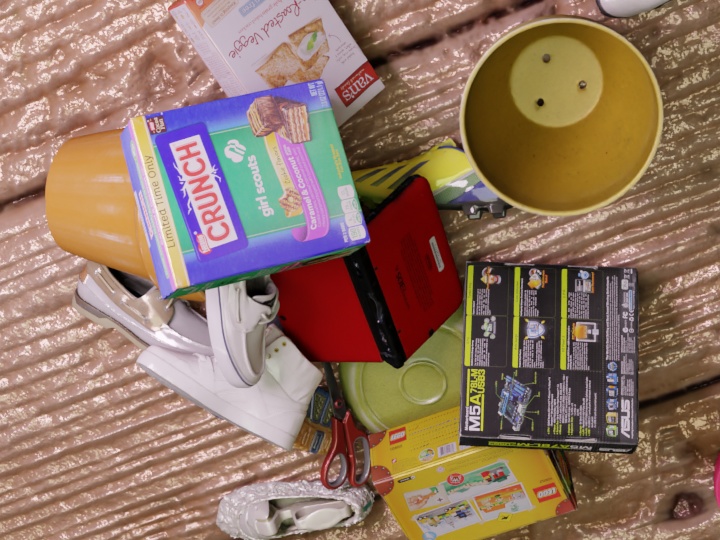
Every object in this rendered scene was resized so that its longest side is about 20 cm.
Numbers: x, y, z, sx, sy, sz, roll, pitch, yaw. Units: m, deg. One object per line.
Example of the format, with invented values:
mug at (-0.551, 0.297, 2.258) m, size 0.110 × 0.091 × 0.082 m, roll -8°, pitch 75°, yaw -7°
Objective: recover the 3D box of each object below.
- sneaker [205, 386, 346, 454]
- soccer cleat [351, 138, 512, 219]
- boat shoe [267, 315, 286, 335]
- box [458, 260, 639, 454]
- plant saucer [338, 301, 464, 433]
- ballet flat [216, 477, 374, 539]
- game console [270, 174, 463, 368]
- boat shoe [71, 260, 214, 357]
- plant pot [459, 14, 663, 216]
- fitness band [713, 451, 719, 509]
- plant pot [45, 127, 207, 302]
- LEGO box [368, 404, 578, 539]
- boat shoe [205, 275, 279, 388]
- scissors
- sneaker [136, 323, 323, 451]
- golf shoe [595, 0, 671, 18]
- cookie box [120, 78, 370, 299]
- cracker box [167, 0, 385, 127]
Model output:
sneaker at (-0.105, 0.151, 1.780) m, size 0.199 × 0.088 × 0.076 m, roll 25°, pitch 83°, yaw -26°
soccer cleat at (0.072, -0.100, 1.668) m, size 0.198 × 0.065 × 0.085 m, roll 2°, pitch 83°, yaw 9°
boat shoe at (-0.068, 0.031, 1.718) m, size 0.200 × 0.074 × 0.060 m, roll -39°, pitch 104°, yaw 21°
box at (0.203, 0.093, 1.671) m, size 0.191 × 0.048 × 0.202 m, roll 1°, pitch 70°, yaw 6°
plant saucer at (0.072, 0.123, 1.767) m, size 0.198 × 0.031 × 0.202 m, roll 2°, pitch 113°, yaw 5°
ballet flat at (-0.083, 0.285, 1.830) m, size 0.198 × 0.072 × 0.072 m, roll -12°, pitch 111°, yaw 11°
game console at (0.000, 0.000, 1.657) m, size 0.172 × 0.118 × 0.201 m, roll -43°, pitch 138°, yaw -22°
boat shoe at (-0.228, 0.045, 1.724) m, size 0.198 × 0.075 × 0.069 m, roll 23°, pitch 113°, yaw 9°
plant pot at (0.200, -0.173, 1.571) m, size 0.198 × 0.142 × 0.202 m, roll 2°, pitch 112°, yaw 4°
fitness band at (0.505, 0.244, 1.777) m, size 0.198 × 0.037 × 0.145 m, roll 7°, pitch 110°, yaw 1°
plant pot at (-0.224, -0.073, 1.637) m, size 0.181 × 0.200 × 0.202 m, roll 4°, pitch 114°, yaw 20°
LEGO box at (0.128, 0.230, 1.758) m, size 0.198 × 0.078 × 0.150 m, roll -19°, pitch 129°, yaw 12°
boat shoe at (-0.115, 0.028, 1.584) m, size 0.065 × 0.072 × 0.202 m, roll 2°, pitch 107°, yaw 23°
scissors at (-0.020, 0.160, 1.774) m, size 0.073 × 0.014 × 0.202 m, roll -14°, pitch 110°, yaw -34°
sneaker at (-0.136, 0.101, 1.675) m, size 0.199 × 0.074 × 0.116 m, roll 30°, pitch 81°, yaw -21°
golf shoe at (0.322, -0.307, 1.532) m, size 0.199 × 0.095 × 0.078 m, roll -27°, pitch 109°, yaw 17°
cookie box at (-0.112, -0.078, 1.490) m, size 0.198 × 0.075 × 0.173 m, roll -14°, pitch 83°, yaw -19°
cracker box at (-0.084, -0.227, 1.585) m, size 0.134 × 0.058 × 0.201 m, roll -42°, pitch 108°, yaw -20°
